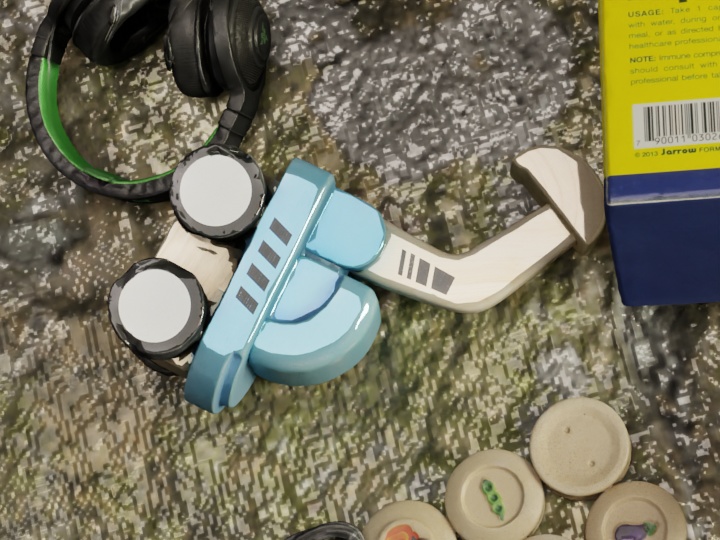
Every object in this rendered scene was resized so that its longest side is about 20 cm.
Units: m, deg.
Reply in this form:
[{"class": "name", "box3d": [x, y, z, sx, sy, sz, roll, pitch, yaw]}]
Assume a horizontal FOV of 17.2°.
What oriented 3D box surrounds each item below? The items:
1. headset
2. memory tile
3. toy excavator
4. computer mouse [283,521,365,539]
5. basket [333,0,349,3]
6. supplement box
[{"class": "headset", "box3d": [-0.106, -0.135, 1.244, 0.123, 0.094, 0.200, 21, 89, 16]}, {"class": "memory tile", "box3d": [0.100, 0.174, 1.149, 0.153, 0.017, 0.200, -29, 70, 1]}, {"class": "toy excavator", "box3d": [0.000, 0.000, 1.192, 0.200, 0.100, 0.195, 26, 82, 4]}, {"class": "computer mouse", "box3d": [-0.089, 0.173, 1.178, 0.200, 0.034, 0.059, -20, 86, 2]}, {"class": "basket", "box3d": [-0.007, -0.257, 1.241, 0.123, 0.136, 0.200, -27, 70, 5]}, {"class": "supplement box", "box3d": [0.173, -0.097, 1.153, 0.109, 0.109, 0.200, -4, 63, 9]}]
